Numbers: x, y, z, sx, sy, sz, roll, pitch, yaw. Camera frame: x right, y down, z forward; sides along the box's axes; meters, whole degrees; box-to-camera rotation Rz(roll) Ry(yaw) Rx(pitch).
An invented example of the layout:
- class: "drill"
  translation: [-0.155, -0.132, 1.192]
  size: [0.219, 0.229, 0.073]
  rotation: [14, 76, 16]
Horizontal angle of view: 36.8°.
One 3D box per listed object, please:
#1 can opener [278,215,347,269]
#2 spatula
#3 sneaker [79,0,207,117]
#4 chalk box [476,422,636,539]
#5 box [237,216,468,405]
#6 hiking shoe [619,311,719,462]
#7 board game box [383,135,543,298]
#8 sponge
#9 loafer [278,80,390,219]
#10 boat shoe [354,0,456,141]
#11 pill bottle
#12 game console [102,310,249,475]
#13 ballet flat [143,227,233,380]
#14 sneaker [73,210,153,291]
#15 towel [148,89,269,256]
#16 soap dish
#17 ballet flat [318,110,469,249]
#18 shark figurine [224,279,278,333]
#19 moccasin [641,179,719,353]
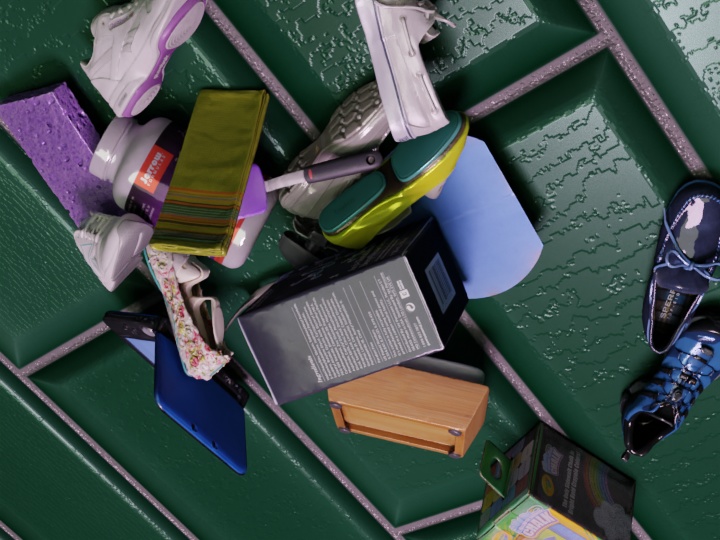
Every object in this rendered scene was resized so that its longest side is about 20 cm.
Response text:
- class: "can opener"
  translation: [0.000, 0.000, 1.250]
  size: [0.199, 0.053, 0.067]
  rotation: [31, 116, -8]
- class: "spatula"
  translation: [-0.069, -0.095, 1.127]
  size: [0.197, 0.021, 0.057]
  rotation: [-11, 91, 20]
- class: "sneaker"
  translation: [-0.230, -0.254, 1.117]
  size: [0.100, 0.075, 0.200]
  rotation: [44, 122, 4]
- class: "chalk box"
  translation: [0.229, 0.292, 1.364]
  size: [0.199, 0.125, 0.124]
  rotation: [32, 130, -7]
- class: "box"
  translation: [-0.004, 0.041, 1.145]
  size: [0.198, 0.148, 0.108]
  rotation: [-21, 101, 21]
- class: "hiking shoe"
  translation: [0.360, 0.134, 1.217]
  size: [0.074, 0.087, 0.201]
  rotation: [23, 131, -1]
- class: "board game box"
  translation: [0.105, -0.064, 1.180]
  size: [0.157, 0.039, 0.201]
  rotation: [-22, 110, 32]
- class: "sponge"
  translation: [-0.333, -0.124, 1.271]
  size: [0.111, 0.030, 0.201]
  rotation: [-5, 126, 38]
- class: "loafer"
  translation: [-0.010, -0.127, 1.155]
  size: [0.069, 0.071, 0.200]
  rotation: [25, 132, -29]
- class: "boat shoe"
  translation: [0.048, -0.230, 1.030]
  size: [0.085, 0.075, 0.205]
  rotation: [-13, 101, 10]
- class: "pill bottle"
  translation: [-0.196, -0.094, 1.207]
  size: [0.198, 0.113, 0.113]
  rotation: [29, 131, -6]
- class: "game console"
  translation: [-0.235, 0.155, 1.362]
  size: [0.169, 0.119, 0.200]
  rotation: [4, 147, 35]
- class: "ballet flat"
  translation: [-0.203, 0.031, 1.306]
  size: [0.063, 0.076, 0.202]
  rotation: [-20, 89, 21]
- class: "sneaker"
  translation: [-0.289, -0.031, 1.230]
  size: [0.080, 0.071, 0.200]
  rotation: [45, 158, -6]
- class: "towel"
  translation: [-0.157, -0.107, 1.133]
  size: [0.085, 0.202, 0.018]
  rotation: [5, 153, 14]
- class: "soap dish"
  translation: [0.053, 0.158, 1.308]
  size: [0.197, 0.082, 0.158]
  rotation: [12, 158, 8]
- class: "ballet flat"
  translation: [0.045, -0.088, 1.122]
  size: [0.199, 0.067, 0.067]
  rotation: [-37, 132, 20]
- class: "shark figurine"
  translation: [-0.058, 0.047, 1.292]
  size: [0.211, 0.090, 0.129]
  rotation: [11, 129, 7]
- class: "moccasin"
  translation: [0.344, 0.004, 1.131]
  size: [0.079, 0.068, 0.202]
  rotation: [9, 128, 12]
